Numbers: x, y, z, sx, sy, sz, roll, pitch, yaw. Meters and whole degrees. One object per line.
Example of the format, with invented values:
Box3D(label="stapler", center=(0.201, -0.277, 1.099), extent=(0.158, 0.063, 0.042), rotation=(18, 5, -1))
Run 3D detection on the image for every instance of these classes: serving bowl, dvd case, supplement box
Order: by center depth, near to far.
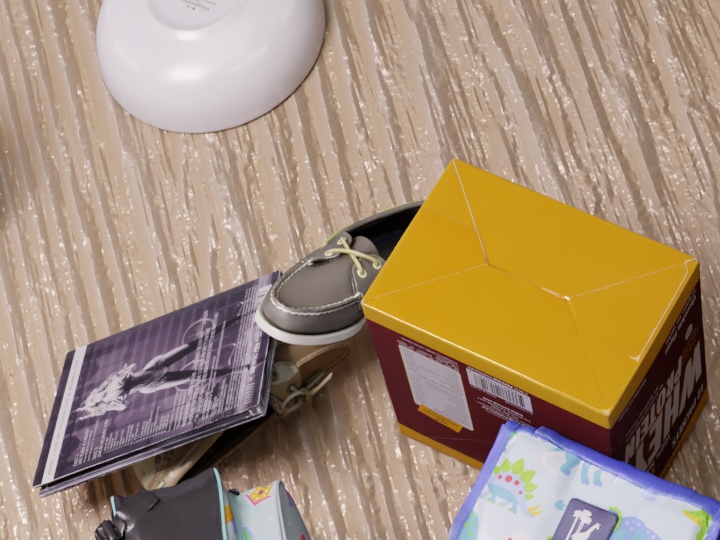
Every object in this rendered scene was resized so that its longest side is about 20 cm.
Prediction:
Box3D(label="supplement box", center=(0.129, 0.058, 1.599), extent=(0.196, 0.200, 0.133), rotation=(24, 66, 22))
Box3D(label="dvd case", center=(-0.149, 0.085, 1.684), extent=(0.199, 0.016, 0.149), rotation=(-21, 36, 22))
Box3D(label="serving bowl", center=(-0.132, -0.217, 1.890), extent=(0.199, 0.066, 0.201), rotation=(-5, 59, 8))

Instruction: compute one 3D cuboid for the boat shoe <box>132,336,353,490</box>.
Box3D(label="boat shoe", center=(-0.084, 0.104, 1.697), extent=(0.199, 0.073, 0.063), rotation=(-33, 66, 3))

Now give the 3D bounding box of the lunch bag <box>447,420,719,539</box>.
Box3D(label="lunch bag", center=(0.143, 0.221, 1.507), extent=(0.169, 0.127, 0.201), rotation=(21, 99, 19))

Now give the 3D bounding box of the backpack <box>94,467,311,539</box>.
Box3D(label="backpack", center=(-0.089, 0.249, 1.538), extent=(0.152, 0.201, 0.177), rotation=(-12, 51, -3))

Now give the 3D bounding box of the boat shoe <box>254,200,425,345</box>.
Box3D(label="boat shoe", center=(-0.002, -0.002, 1.683), extent=(0.072, 0.061, 0.201), rotation=(37, 37, 23))
